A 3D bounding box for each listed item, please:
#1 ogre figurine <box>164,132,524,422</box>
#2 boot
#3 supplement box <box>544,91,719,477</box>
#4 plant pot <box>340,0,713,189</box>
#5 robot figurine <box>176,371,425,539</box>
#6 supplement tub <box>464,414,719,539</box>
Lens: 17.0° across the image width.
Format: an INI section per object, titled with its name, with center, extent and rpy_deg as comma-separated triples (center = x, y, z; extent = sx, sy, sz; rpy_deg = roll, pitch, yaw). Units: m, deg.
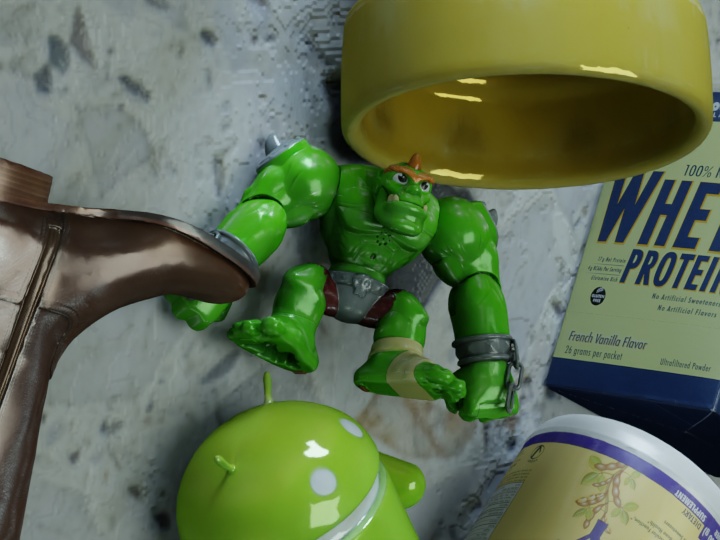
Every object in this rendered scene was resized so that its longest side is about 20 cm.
[ogre figurine]
center = 0.000, 0.000, 1.296
extent = 0.098, 0.198, 0.121
rpy_deg = 103, -1, -71
[boot]
center = -0.150, 0.063, 1.166
extent = 0.185, 0.064, 0.202
rpy_deg = 18, 78, -28
[supplement box]
center = 0.249, 0.017, 1.523
extent = 0.199, 0.134, 0.201
rpy_deg = 29, 74, -43
[plant pot]
center = 0.089, -0.162, 1.312
extent = 0.200, 0.200, 0.191
rpy_deg = 16, 69, -45
[robot figurine]
center = -0.025, 0.156, 1.272
extent = 0.201, 0.115, 0.176
rpy_deg = 66, 26, -25
[supplement tub]
center = 0.117, 0.201, 1.402
extent = 0.201, 0.145, 0.146
rpy_deg = -55, 129, -26
